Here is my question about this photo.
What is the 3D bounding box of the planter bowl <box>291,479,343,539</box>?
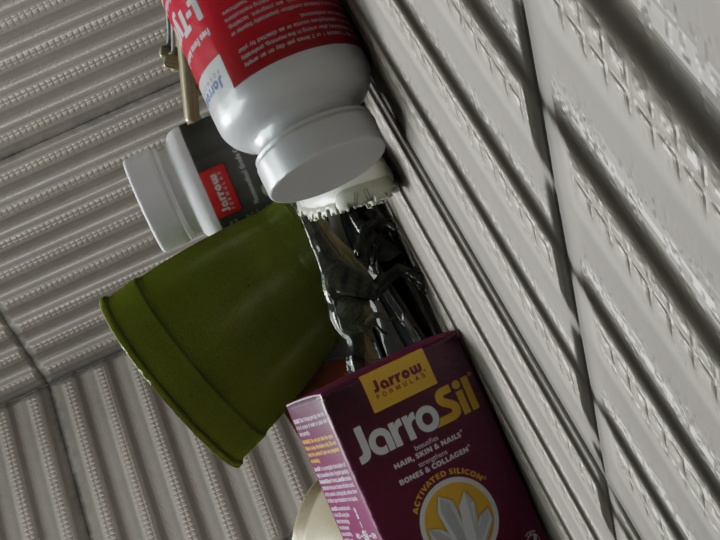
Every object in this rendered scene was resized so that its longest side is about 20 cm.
[{"bbox_3d":[0.023,0.248,1.283,0.200,0.134,0.202,-10,-79,-57],"label":"planter bowl"}]

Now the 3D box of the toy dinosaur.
[{"bbox_3d":[0.000,0.000,1.205,0.047,0.087,0.202,104,143,-84],"label":"toy dinosaur"}]

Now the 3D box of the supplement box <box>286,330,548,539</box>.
[{"bbox_3d":[0.047,0.167,1.126,0.201,0.130,0.103,66,160,2],"label":"supplement box"}]

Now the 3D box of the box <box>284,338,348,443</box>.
[{"bbox_3d":[-0.017,0.096,1.409,0.097,0.125,0.200,37,-173,-32],"label":"box"}]

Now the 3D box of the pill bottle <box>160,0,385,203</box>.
[{"bbox_3d":[-0.061,-0.152,0.960,0.112,0.111,0.201,81,165,-76],"label":"pill bottle"}]

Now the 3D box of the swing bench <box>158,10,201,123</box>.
[{"bbox_3d":[-0.147,-0.262,1.364,0.199,0.129,0.201,-128,16,-77],"label":"swing bench"}]

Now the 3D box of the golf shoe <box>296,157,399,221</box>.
[{"bbox_3d":[-0.027,-0.101,1.112,0.200,0.078,0.098,-126,19,-69],"label":"golf shoe"}]

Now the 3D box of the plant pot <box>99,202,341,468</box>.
[{"bbox_3d":[-0.103,0.041,1.324,0.201,0.193,0.200,50,179,1],"label":"plant pot"}]

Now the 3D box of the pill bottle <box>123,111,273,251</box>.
[{"bbox_3d":[-0.116,-0.101,1.371,0.114,0.199,0.115,156,90,-86],"label":"pill bottle"}]

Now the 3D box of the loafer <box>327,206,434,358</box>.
[{"bbox_3d":[0.024,0.007,1.262,0.072,0.063,0.202,-14,-97,-62],"label":"loafer"}]
